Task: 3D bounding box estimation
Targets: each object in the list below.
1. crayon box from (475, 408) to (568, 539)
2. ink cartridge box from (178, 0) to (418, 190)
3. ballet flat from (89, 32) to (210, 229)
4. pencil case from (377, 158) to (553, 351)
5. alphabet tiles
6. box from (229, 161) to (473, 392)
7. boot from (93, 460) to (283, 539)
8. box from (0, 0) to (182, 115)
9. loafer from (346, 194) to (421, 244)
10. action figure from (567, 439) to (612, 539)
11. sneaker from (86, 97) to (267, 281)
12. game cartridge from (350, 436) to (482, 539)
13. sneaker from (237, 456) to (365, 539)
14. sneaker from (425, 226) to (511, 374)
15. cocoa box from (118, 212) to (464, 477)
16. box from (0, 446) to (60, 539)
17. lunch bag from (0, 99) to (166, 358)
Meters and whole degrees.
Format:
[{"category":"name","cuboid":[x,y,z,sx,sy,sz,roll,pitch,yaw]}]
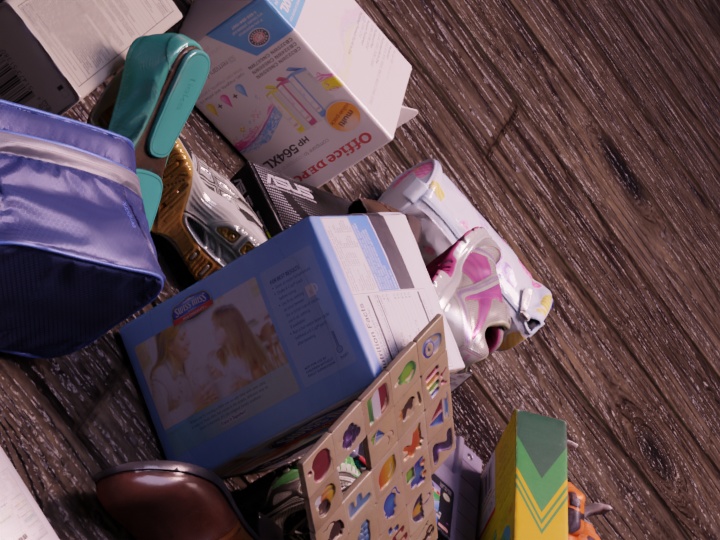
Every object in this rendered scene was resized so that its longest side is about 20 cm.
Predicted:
[{"category":"crayon box","cuboid":[0.133,0.235,1.581,0.051,0.127,0.201,14,44,-7]},{"category":"ink cartridge box","cuboid":[-0.053,-0.170,1.655,0.200,0.128,0.126,46,32,-22]},{"category":"ballet flat","cuboid":[-0.178,-0.087,1.405,0.067,0.070,0.201,23,89,-62]},{"category":"pencil case","cuboid":[0.100,-0.013,1.798,0.200,0.083,0.091,48,9,-18]},{"category":"alphabet tiles","cuboid":[0.018,0.153,1.315,0.167,0.008,0.201,-45,143,-36]},{"category":"box","cuboid":[-0.011,0.011,1.606,0.200,0.047,0.194,20,37,-49]},{"category":"boot","cuboid":[-0.117,0.244,1.262,0.188,0.068,0.201,47,34,-47]},{"category":"box","cuboid":[-0.227,-0.185,1.447,0.095,0.078,0.200,54,29,-9]},{"category":"loafer","cuboid":[0.000,0.000,1.512,0.071,0.073,0.200,31,22,-8]},{"category":"action figure","cuboid":[0.184,0.282,1.680,0.200,0.104,0.194,75,21,-49]},{"category":"sneaker","cuboid":[-0.146,-0.062,1.489,0.200,0.075,0.088,52,12,-17]},{"category":"game cartridge","cuboid":[0.033,0.155,1.594,0.200,0.038,0.130,44,28,-26]},{"category":"sneaker","cuboid":[-0.016,0.192,1.435,0.200,0.078,0.086,19,49,-51]},{"category":"sneaker","cuboid":[0.086,0.032,1.597,0.088,0.081,0.200,47,30,-4]},{"category":"cocoa box","cuboid":[-0.052,0.057,1.375,0.131,0.199,0.134,-4,68,-58]},{"category":"box","cuboid":[-0.258,0.156,1.134,0.201,0.036,0.144,57,29,-2]},{"category":"lunch bag","cuboid":[-0.240,-0.035,1.230,0.200,0.136,0.133,16,50,-50]}]
